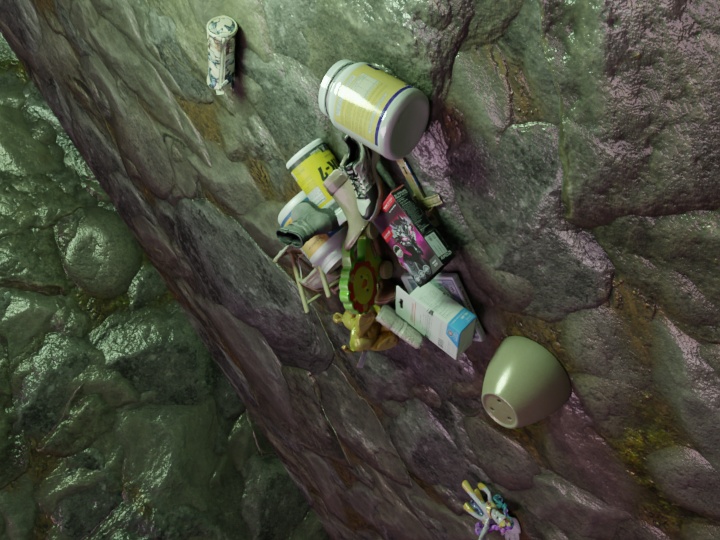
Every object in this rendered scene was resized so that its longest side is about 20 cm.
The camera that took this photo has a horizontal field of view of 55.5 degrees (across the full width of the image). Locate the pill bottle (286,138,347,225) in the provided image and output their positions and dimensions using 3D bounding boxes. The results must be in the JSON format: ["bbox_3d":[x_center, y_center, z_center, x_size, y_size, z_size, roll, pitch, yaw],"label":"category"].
[{"bbox_3d":[-0.085,-0.213,1.701,0.201,0.114,0.114,54,151,-5],"label":"pill bottle"}]

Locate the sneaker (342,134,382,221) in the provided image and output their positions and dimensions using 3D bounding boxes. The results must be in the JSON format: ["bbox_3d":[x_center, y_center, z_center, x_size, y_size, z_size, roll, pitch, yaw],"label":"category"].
[{"bbox_3d":[-0.004,-0.211,1.533,0.075,0.086,0.205,0,94,49],"label":"sneaker"}]

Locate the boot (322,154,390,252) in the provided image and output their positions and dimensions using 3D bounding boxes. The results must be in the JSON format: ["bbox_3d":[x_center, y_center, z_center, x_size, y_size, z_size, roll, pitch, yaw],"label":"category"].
[{"bbox_3d":[-0.029,-0.167,1.627,0.145,0.202,0.070,34,-173,-4],"label":"boot"}]

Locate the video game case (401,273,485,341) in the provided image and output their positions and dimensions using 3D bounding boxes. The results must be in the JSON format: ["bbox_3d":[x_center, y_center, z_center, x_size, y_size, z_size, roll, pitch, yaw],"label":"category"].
[{"bbox_3d":[0.202,0.089,1.697,0.198,0.023,0.185,0,122,55],"label":"video game case"}]

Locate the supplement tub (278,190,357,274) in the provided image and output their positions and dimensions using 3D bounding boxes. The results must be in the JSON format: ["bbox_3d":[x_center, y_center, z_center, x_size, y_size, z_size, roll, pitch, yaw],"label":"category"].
[{"bbox_3d":[-0.110,-0.106,1.824,0.201,0.144,0.145,49,151,4],"label":"supplement tub"}]

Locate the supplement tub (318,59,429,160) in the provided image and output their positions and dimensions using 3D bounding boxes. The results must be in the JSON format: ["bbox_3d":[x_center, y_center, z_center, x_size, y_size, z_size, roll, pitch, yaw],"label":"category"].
[{"bbox_3d":[0.025,-0.328,1.380,0.199,0.145,0.147,35,147,28],"label":"supplement tub"}]

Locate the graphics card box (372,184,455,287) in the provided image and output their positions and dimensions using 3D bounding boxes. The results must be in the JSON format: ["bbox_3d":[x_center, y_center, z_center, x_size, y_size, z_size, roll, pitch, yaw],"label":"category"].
[{"bbox_3d":[0.116,-0.075,1.541,0.201,0.050,0.126,54,147,8],"label":"graphics card box"}]

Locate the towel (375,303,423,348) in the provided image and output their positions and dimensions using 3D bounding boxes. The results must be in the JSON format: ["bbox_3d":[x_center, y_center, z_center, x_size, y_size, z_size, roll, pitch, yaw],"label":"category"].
[{"bbox_3d":[0.103,0.137,1.716,0.131,0.035,0.200,35,-174,3],"label":"towel"}]

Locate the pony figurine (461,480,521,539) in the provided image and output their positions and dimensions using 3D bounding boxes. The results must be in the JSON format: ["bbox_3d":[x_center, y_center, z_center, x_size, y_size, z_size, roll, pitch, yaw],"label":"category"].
[{"bbox_3d":[0.390,0.754,2.074,0.200,0.164,0.196,40,145,50],"label":"pony figurine"}]

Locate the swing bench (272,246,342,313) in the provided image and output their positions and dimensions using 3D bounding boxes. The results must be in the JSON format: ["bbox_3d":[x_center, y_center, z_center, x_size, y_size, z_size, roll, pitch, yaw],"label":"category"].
[{"bbox_3d":[-0.132,-0.012,1.987,0.202,0.129,0.199,57,152,1],"label":"swing bench"}]

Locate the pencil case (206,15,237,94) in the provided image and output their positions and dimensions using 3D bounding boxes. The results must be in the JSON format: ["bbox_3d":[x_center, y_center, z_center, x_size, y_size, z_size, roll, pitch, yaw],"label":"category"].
[{"bbox_3d":[-0.355,-0.552,1.751,0.201,0.076,0.091,111,142,-57],"label":"pencil case"}]

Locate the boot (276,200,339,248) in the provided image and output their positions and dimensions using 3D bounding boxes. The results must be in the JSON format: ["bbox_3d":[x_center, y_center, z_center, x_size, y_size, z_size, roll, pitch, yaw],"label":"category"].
[{"bbox_3d":[-0.152,-0.111,1.649,0.199,0.130,0.071,11,124,57],"label":"boot"}]

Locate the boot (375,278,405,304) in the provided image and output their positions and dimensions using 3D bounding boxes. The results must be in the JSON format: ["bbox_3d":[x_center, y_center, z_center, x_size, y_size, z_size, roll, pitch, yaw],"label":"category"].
[{"bbox_3d":[0.050,0.040,1.833,0.199,0.073,0.077,12,123,58],"label":"boot"}]

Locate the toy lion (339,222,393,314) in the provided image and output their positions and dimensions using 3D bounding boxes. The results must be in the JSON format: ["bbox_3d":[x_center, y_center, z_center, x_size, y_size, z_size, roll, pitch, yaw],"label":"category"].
[{"bbox_3d":[0.000,0.000,1.725,0.068,0.192,0.203,3,127,34],"label":"toy lion"}]

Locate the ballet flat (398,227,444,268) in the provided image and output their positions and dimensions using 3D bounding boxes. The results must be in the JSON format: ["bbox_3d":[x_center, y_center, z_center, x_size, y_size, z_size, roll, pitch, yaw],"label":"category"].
[{"bbox_3d":[0.135,-0.046,1.635,0.068,0.046,0.200,51,151,-2],"label":"ballet flat"}]

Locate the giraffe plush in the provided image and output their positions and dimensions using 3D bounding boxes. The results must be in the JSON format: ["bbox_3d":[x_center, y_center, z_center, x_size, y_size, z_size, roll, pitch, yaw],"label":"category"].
[{"bbox_3d":[0.012,0.143,1.921,0.171,0.202,0.163,23,-159,-33],"label":"giraffe plush"}]

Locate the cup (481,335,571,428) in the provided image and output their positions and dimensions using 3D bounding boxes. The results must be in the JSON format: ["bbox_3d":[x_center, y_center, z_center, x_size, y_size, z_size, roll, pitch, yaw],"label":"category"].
[{"bbox_3d":[0.358,0.274,1.568,0.199,0.143,0.202,36,147,27],"label":"cup"}]

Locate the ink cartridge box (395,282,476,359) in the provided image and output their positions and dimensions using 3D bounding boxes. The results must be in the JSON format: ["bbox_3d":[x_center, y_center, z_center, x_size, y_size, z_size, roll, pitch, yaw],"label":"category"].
[{"bbox_3d":[0.177,0.106,1.642,0.199,0.068,0.117,37,150,27],"label":"ink cartridge box"}]

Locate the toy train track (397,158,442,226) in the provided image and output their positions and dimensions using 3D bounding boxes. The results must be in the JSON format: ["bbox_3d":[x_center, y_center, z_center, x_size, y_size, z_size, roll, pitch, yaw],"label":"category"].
[{"bbox_3d":[0.115,-0.181,1.529,0.114,0.032,0.202,-10,113,58],"label":"toy train track"}]
